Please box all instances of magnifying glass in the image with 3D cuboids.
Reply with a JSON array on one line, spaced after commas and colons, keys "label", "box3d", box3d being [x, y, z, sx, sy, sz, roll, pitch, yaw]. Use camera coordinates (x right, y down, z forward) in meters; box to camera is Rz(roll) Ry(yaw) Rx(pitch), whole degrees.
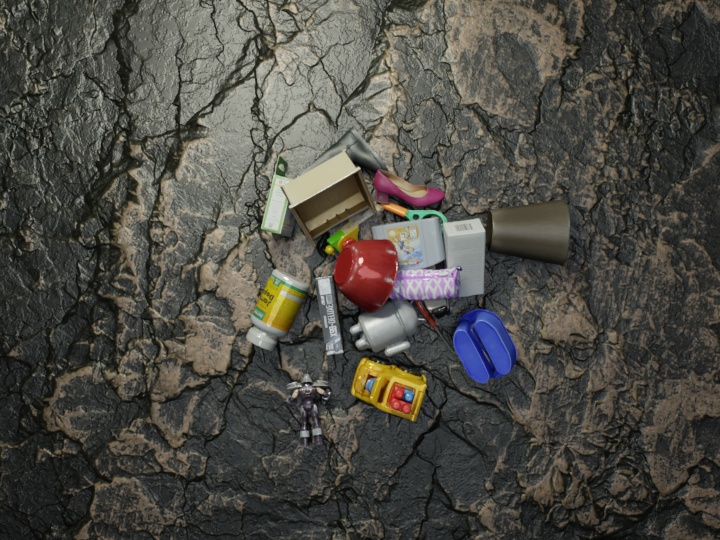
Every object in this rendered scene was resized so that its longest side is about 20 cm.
[{"label": "magnifying glass", "box3d": [0.145, -0.147, 1.630, 0.199, 0.022, 0.080, 25, 69, 21]}]

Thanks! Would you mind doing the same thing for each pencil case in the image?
[{"label": "pencil case", "box3d": [0.165, 0.034, 1.559, 0.198, 0.086, 0.085, -5, 65, 19]}]

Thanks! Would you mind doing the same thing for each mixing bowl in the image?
[{"label": "mixing bowl", "box3d": [0.000, 0.000, 1.562, 0.108, 0.200, 0.202, 17, 90, -28]}]

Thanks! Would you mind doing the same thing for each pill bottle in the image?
[{"label": "pill bottle", "box3d": [-0.229, 0.108, 1.617, 0.112, 0.113, 0.201, 27, 91, -1]}]

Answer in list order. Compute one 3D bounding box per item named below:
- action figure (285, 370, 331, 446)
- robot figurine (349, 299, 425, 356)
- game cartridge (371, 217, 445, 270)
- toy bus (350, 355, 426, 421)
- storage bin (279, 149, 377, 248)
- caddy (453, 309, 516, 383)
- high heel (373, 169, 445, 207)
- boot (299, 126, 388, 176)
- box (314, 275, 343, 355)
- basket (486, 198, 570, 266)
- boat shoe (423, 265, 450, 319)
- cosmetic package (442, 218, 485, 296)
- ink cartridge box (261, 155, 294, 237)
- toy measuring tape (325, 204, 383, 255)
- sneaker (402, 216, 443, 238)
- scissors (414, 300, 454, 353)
[{"label": "action figure", "box3d": [-0.143, 0.378, 1.646, 0.129, 0.069, 0.202, -5, 87, 7]}, {"label": "robot figurine", "box3d": [0.072, 0.147, 1.620, 0.199, 0.113, 0.171, -26, 78, -1]}, {"label": "game cartridge", "box3d": [0.127, -0.065, 1.605, 0.198, 0.041, 0.135, -6, 94, 32]}, {"label": "toy bus", "box3d": [0.077, 0.322, 1.584, 0.198, 0.192, 0.137, 19, 92, 1]}, {"label": "storage bin", "box3d": [-0.079, -0.180, 1.562, 0.199, 0.199, 0.094, -30, 54, -2]}, {"label": "caddy", "box3d": [0.339, 0.206, 1.631, 0.141, 0.105, 0.201, -27, 91, 22]}, {"label": "high heel", "box3d": [0.135, -0.228, 1.618, 0.198, 0.068, 0.097, -2, 134, -5]}, {"label": "boot", "box3d": [-0.046, -0.268, 1.639, 0.200, 0.066, 0.165, -41, 84, -3]}, {"label": "box", "box3d": [-0.080, 0.114, 1.597, 0.049, 0.158, 0.202, -9, 91, -1]}, {"label": "basket", "box3d": [0.448, -0.104, 1.616, 0.198, 0.136, 0.182, 1, 87, 3]}, {"label": "boat shoe", "box3d": [0.191, 0.042, 1.648, 0.074, 0.093, 0.202, -20, 63, 11]}, {"label": "cosmetic package", "box3d": [0.276, -0.031, 1.595, 0.100, 0.072, 0.202, -6, 123, -1]}, {"label": "ink cartridge box", "box3d": [-0.206, -0.198, 1.616, 0.059, 0.104, 0.202, 13, 90, 8]}, {"label": "toy measuring tape", "box3d": [-0.013, -0.102, 1.646, 0.199, 0.074, 0.074, -37, 91, -11]}, {"label": "sneaker", "box3d": [0.214, -0.115, 1.641, 0.198, 0.074, 0.089, -6, 86, 0]}, {"label": "scissors", "box3d": [0.203, 0.153, 1.644, 0.014, 0.073, 0.201, -30, 92, 12]}]
